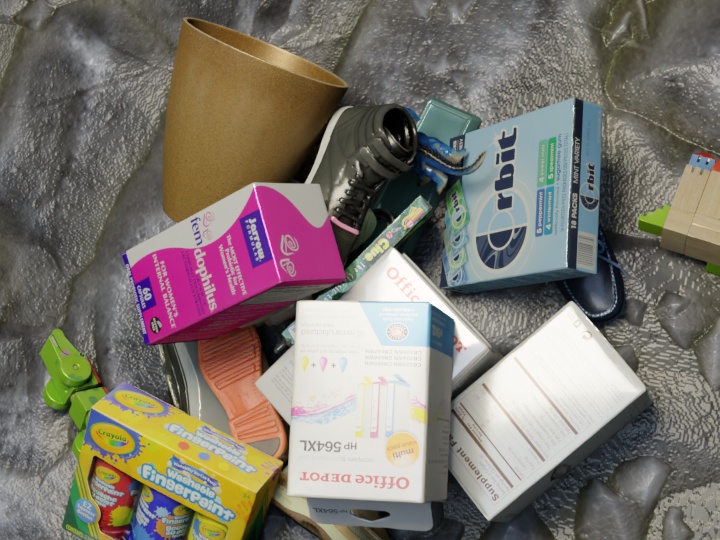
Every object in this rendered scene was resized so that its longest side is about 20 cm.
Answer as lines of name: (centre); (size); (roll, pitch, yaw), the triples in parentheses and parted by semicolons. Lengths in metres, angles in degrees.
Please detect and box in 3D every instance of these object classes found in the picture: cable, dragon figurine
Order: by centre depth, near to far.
dragon figurine: (0.054, -0.133, 1.279); (0.099, 0.200, 0.059); (33, 91, -22)
cable: (-0.031, 0.017, 1.328); (0.200, 0.050, 0.097); (-40, 69, 16)

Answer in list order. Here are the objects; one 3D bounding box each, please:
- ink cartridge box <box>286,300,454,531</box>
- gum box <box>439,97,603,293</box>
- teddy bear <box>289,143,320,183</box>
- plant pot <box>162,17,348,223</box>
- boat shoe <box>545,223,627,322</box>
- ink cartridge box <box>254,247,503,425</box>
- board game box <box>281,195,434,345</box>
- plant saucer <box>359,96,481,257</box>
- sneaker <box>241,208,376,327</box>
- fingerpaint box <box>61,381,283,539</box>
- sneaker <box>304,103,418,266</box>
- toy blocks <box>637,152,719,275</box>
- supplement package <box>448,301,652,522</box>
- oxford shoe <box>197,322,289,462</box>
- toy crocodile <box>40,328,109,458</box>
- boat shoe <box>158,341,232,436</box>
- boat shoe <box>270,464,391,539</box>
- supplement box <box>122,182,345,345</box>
ink cartridge box: (0.012, 0.135, 1.104); (0.128, 0.125, 0.201); (0, 80, 13)
gum box: (0.163, -0.071, 1.241); (0.200, 0.044, 0.171); (-12, 71, 55)
teddy bear: (-0.101, -0.108, 1.385); (0.199, 0.067, 0.146); (-5, 82, 8)
plant pot: (-0.135, -0.141, 1.281); (0.186, 0.186, 0.201); (28, 103, 20)
boat shoe: (0.214, -0.038, 1.266); (0.084, 0.069, 0.201); (-28, 72, 9)
ink cartridge box: (0.026, 0.105, 1.248); (0.200, 0.146, 0.147); (-44, 73, 4)
board game box: (0.000, 0.000, 1.264); (0.200, 0.105, 0.023); (-45, 85, 4)
plant saucer: (0.060, -0.098, 1.352); (0.070, 0.019, 0.201); (27, 86, 20)
sneaker: (-0.081, -0.021, 1.305); (0.200, 0.078, 0.080); (-36, 57, -1)
fingerpaint box: (-0.203, 0.240, 1.278); (0.199, 0.073, 0.168); (26, 116, 11)
sneaker: (-0.001, -0.087, 1.209); (0.099, 0.071, 0.201); (-11, 57, 48)
toy blocks: (0.398, -0.070, 1.216); (0.199, 0.100, 0.137); (19, 73, 18)
supplement package: (0.179, 0.146, 1.212); (0.200, 0.117, 0.117); (-41, 71, 5)
oxford shoe: (-0.127, 0.124, 1.329); (0.071, 0.073, 0.201); (-20, 73, 7)
toy crocodile: (-0.313, 0.155, 1.388); (0.200, 0.062, 0.068); (54, 132, 24)
boat shoe: (-0.180, 0.134, 1.354); (0.064, 0.070, 0.201); (-23, 79, 45)
boat shoe: (-0.008, 0.262, 1.272); (0.199, 0.072, 0.076); (32, 77, 20)
supplement box: (-0.127, -0.005, 1.186); (0.199, 0.103, 0.102); (-24, 77, 35)
